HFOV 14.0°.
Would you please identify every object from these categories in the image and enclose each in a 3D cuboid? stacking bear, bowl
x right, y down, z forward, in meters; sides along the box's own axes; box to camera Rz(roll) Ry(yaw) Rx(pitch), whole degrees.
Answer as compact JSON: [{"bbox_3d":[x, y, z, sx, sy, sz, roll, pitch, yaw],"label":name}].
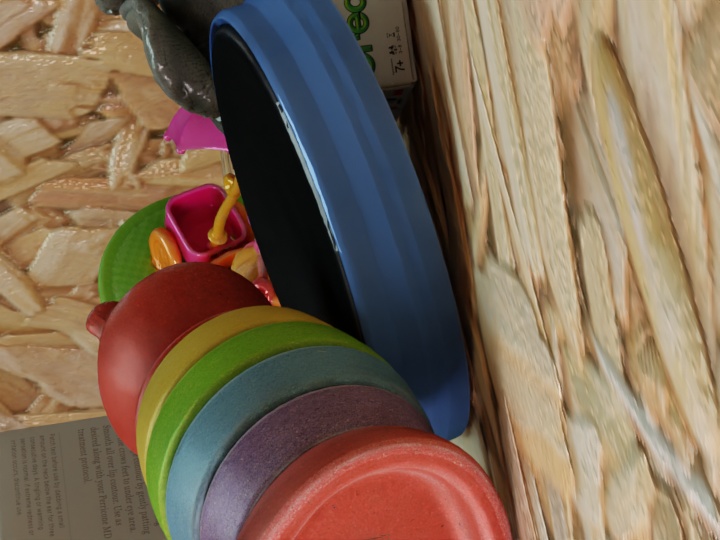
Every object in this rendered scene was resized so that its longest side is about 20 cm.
[{"bbox_3d":[-0.038,0.065,1.110,0.200,0.121,0.114,44,134,52],"label":"stacking bear"},{"bbox_3d":[-0.012,-0.021,1.194,0.201,0.039,0.202,160,90,-79],"label":"bowl"}]

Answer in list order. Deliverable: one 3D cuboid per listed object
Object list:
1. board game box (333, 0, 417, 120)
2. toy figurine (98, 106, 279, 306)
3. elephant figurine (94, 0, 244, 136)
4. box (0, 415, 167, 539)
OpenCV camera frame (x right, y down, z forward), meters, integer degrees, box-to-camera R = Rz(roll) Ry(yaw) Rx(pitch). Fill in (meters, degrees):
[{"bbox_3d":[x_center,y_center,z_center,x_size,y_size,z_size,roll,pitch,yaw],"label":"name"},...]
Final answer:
[{"bbox_3d":[-0.010,-0.163,1.259,0.126,0.034,0.202,118,145,-81],"label":"board game box"},{"bbox_3d":[-0.064,-0.023,1.759,0.200,0.149,0.185,56,153,27],"label":"toy figurine"},{"bbox_3d":[-0.051,-0.118,1.470,0.141,0.155,0.201,-40,57,32],"label":"elephant figurine"},{"bbox_3d":[-0.059,0.148,1.327,0.107,0.198,0.153,-107,10,-57],"label":"box"}]
